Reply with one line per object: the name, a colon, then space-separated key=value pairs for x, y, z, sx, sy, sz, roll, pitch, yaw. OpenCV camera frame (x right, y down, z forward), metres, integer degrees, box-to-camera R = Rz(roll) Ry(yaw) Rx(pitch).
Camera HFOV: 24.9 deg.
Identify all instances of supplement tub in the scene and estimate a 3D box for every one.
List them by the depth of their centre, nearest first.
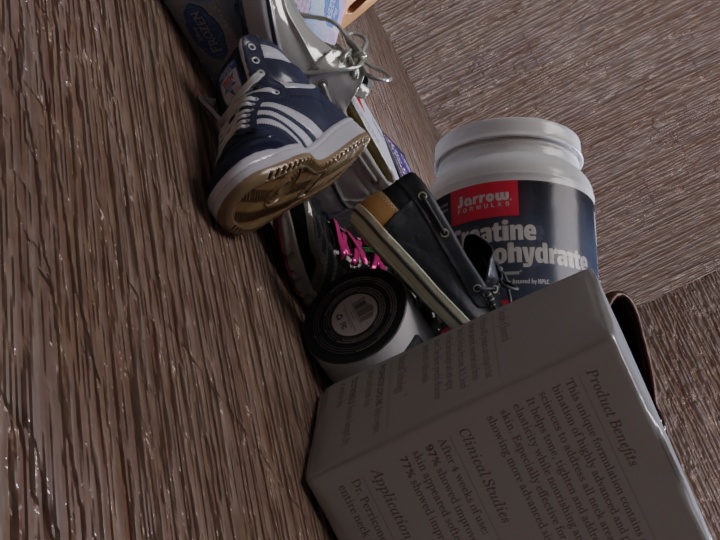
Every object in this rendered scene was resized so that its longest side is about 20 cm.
supplement tub: x=0.123 y=-0.008 z=1.325 sx=0.140 sy=0.139 sz=0.202 roll=48 pitch=38 yaw=-65

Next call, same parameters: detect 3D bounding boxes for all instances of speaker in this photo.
speaker: x=0.033 y=0.088 z=1.182 sx=0.201 sy=0.081 sz=0.082 roll=58 pitch=10 yaw=-45

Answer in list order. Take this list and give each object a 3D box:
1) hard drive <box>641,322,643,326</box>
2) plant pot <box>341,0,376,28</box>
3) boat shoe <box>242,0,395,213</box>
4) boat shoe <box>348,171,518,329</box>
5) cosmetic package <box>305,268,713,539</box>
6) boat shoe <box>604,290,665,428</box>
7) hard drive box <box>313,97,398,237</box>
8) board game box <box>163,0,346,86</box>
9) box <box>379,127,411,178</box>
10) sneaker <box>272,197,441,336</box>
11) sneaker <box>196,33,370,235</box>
hard drive: x=0.210 y=0.149 z=1.288 sx=0.201 sy=0.033 sz=0.140 roll=72 pitch=26 yaw=-44
plant pot: x=-0.064 y=-0.284 z=1.462 sx=0.201 sy=0.139 sz=0.200 roll=62 pitch=9 yaw=-18
boat shoe: x=-0.019 y=-0.139 z=1.202 sx=0.075 sy=0.085 sz=0.203 roll=-80 pitch=151 yaw=-61
boat shoe: x=0.074 y=0.010 z=1.135 sx=0.200 sy=0.062 sz=0.075 roll=46 pitch=-3 yaw=-26
cosmetic package: x=0.093 y=0.129 z=1.010 sx=0.166 sy=0.198 sz=0.169 roll=-80 pitch=145 yaw=-77
boat shoe: x=0.178 y=0.113 z=1.133 sx=0.070 sy=0.070 sz=0.202 roll=5 pitch=66 yaw=-38
hard drive box: x=-0.013 y=-0.073 z=1.383 sx=0.156 sy=0.076 sz=0.201 roll=55 pitch=12 yaw=-55
board game box: x=-0.084 y=-0.222 z=1.268 sx=0.200 sy=0.043 sz=0.201 roll=58 pitch=30 yaw=-36
box: x=0.038 y=-0.021 z=1.564 sx=0.141 sy=0.078 sz=0.202 roll=39 pitch=27 yaw=-78
sneaker: x=0.000 y=0.000 z=1.199 sx=0.201 sy=0.087 sz=0.074 roll=58 pitch=10 yaw=-39
sneaker: x=-0.074 y=-0.093 z=1.079 sx=0.109 sy=0.070 sz=0.200 roll=46 pitch=24 yaw=6
